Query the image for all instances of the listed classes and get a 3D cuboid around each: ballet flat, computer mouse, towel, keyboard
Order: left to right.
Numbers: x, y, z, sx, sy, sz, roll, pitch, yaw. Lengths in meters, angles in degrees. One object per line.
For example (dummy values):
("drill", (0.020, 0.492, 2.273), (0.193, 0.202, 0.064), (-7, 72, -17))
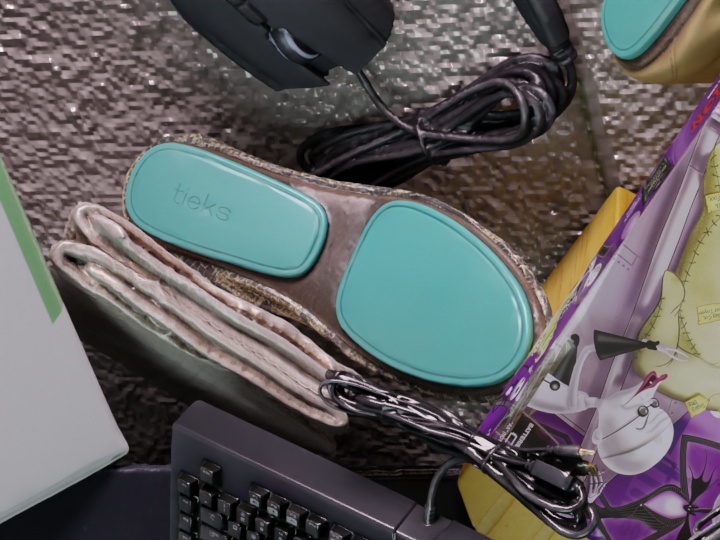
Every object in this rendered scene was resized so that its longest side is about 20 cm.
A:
("towel", (-0.065, 0.027, 0.977), (0.132, 0.035, 0.200), (34, 170, -5))
("computer mouse", (-0.010, -0.106, 0.901), (0.140, 0.046, 0.200), (-14, 121, 33))
("ballet flat", (0.000, 0.000, 0.949), (0.199, 0.068, 0.075), (22, 176, 30))
("keyboard", (0.018, 0.094, 0.821), (0.199, 0.021, 0.128), (23, 122, 27))
("ballet flat", (0.148, -0.136, 0.817), (0.063, 0.069, 0.200), (10, 140, -24))

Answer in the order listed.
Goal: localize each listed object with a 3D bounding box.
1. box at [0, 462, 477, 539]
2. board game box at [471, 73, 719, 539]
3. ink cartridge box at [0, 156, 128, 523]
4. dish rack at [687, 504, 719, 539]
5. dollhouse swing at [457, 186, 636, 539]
("box", (-0.073, 0.138, 1.009), (0.199, 0.198, 0.124), (-2, 86, 24))
("board game box", (0.138, 0.011, 0.801), (0.120, 0.032, 0.201), (31, 104, -9))
("ink cartridge box", (-0.178, -0.011, 0.946), (0.087, 0.200, 0.146), (-28, 122, -13))
("dish rack", (0.201, 0.097, 0.793), (0.199, 0.055, 0.154), (-33, 118, 2))
("dollhouse swing", (0.135, 0.102, 0.942), (0.199, 0.182, 0.176), (31, 112, -5))
